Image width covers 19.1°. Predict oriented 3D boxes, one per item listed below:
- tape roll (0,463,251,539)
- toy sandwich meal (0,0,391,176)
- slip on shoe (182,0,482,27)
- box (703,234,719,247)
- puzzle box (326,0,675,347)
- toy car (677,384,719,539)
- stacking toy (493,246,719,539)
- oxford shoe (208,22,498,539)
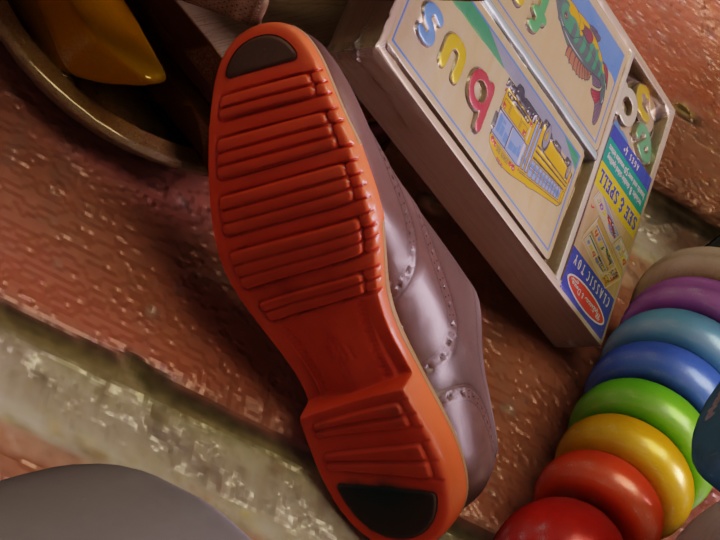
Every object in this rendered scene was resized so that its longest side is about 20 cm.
[{"bbox_3d":[-0.077,0.152,0.543,0.066,0.200,0.201,-13,68,-45],"label":"tape roll"},{"bbox_3d":[-0.066,-0.120,0.862,0.205,0.070,0.205,23,47,-26],"label":"toy sandwich meal"},{"bbox_3d":[-0.046,-0.119,0.771,0.200,0.076,0.061,-6,84,-11],"label":"slip on shoe"},{"bbox_3d":[0.245,0.051,1.017,0.200,0.044,0.160,52,41,5],"label":"box"},{"bbox_3d":[0.065,-0.077,0.887,0.200,0.025,0.133,49,51,-40],"label":"puzzle box"},{"bbox_3d":[0.152,0.140,0.756,0.184,0.200,0.177,36,72,-9],"label":"toy car"},{"bbox_3d":[0.113,0.073,0.864,0.085,0.085,0.200,46,45,-2],"label":"stacking toy"},{"bbox_3d":[0.000,0.000,0.802,0.073,0.071,0.200,-33,110,-53],"label":"oxford shoe"}]
